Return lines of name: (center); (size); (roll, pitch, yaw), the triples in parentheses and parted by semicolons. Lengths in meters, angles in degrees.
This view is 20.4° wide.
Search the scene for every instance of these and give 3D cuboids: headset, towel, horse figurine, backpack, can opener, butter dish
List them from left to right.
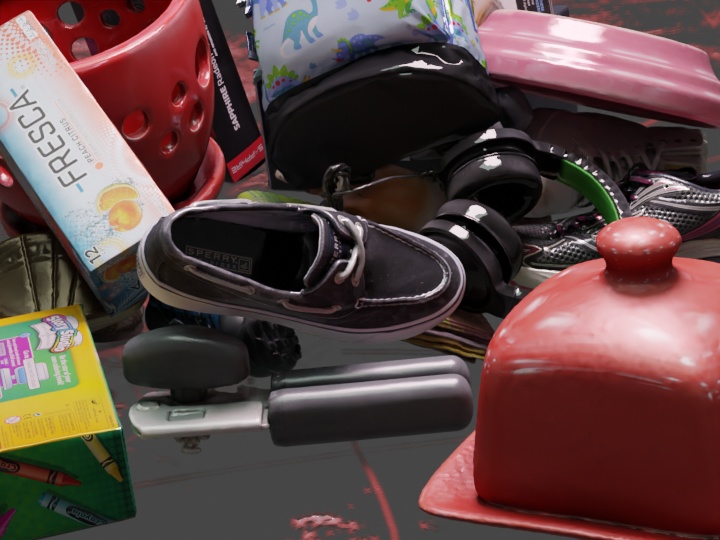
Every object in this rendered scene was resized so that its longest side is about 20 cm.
can opener: (-0.036, 0.068, 1.133); (0.199, 0.067, 0.053); (-1, 23, 1)
backpack: (-0.001, -0.179, 1.313); (0.162, 0.154, 0.201); (-16, 48, 23)
towel: (0.000, 0.000, 1.286); (0.143, 0.023, 0.200); (17, 15, -21)
horse figurine: (0.028, -0.055, 1.397); (0.199, 0.050, 0.132); (15, 6, -43)
can opener: (0.046, -0.108, 1.387); (0.053, 0.067, 0.200); (-38, 20, -21)
headset: (0.071, -0.027, 1.262); (0.199, 0.094, 0.124); (17, 55, 1)
butter dish: (0.147, 0.044, 1.030); (0.199, 0.149, 0.199); (6, 26, 30)

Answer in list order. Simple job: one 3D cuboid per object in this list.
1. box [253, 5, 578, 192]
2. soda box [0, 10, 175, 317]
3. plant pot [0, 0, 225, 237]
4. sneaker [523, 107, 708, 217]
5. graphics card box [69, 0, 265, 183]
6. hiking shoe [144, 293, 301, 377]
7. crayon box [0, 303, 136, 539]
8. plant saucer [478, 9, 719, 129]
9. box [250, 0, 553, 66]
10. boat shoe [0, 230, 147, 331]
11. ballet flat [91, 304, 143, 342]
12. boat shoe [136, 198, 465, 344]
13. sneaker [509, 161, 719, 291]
box: (0.047, -0.138, 1.583); (0.199, 0.105, 0.182); (3, 23, 26)
soda box: (-0.186, -0.070, 1.278); (0.068, 0.064, 0.200); (-32, 62, -10)
plant pot: (-0.201, -0.115, 1.477); (0.199, 0.183, 0.201); (-8, 32, 5)
sneaker: (0.181, -0.074, 1.383); (0.115, 0.074, 0.200); (9, 16, 24)
graphics card box: (-0.159, -0.170, 1.605); (0.125, 0.201, 0.051); (14, 43, 42)
hiking shoe: (-0.092, 0.031, 1.274); (0.086, 0.075, 0.200); (-24, 17, -2)
crayon box: (-0.204, 0.089, 1.160); (0.118, 0.059, 0.200); (-11, 22, -10)
plant saucer: (0.160, -0.140, 1.371); (0.199, 0.051, 0.201); (11, 4, -1)
box: (0.028, -0.189, 1.464); (0.199, 0.061, 0.117); (-14, 9, -13)
boat shoe: (-0.230, 0.023, 1.308); (0.199, 0.065, 0.072); (-5, 58, 10)
ballet flat: (-0.227, 0.010, 1.383); (0.199, 0.047, 0.067); (11, 28, 39)
boat shoe: (-0.025, -0.006, 1.144); (0.199, 0.072, 0.068); (10, -20, -19)
sneaker: (0.175, -0.032, 1.312); (0.199, 0.075, 0.081); (-9, 21, -1)
